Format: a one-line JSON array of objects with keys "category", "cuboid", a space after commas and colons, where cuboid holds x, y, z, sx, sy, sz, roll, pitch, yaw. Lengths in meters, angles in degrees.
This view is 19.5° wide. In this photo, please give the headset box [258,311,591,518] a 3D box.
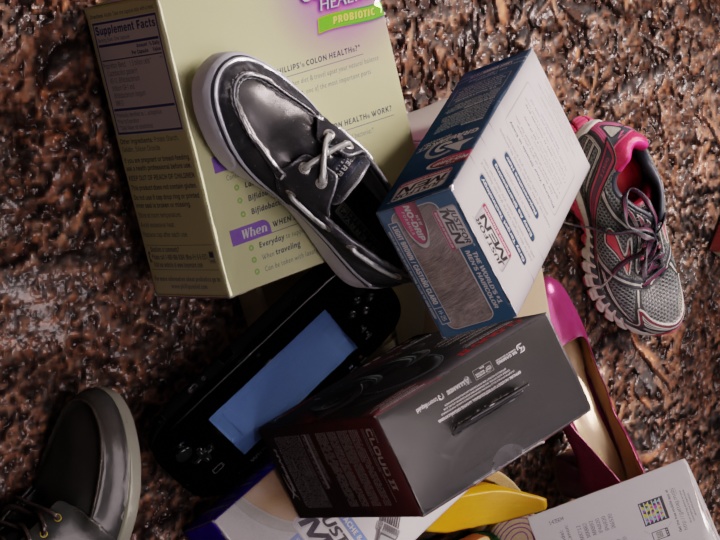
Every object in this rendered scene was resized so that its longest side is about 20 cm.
[{"category": "headset box", "cuboid": [0.044, 0.099, 1.397, 0.148, 0.200, 0.078, -29, 96, -26]}]

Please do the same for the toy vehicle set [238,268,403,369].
[{"category": "toy vehicle set", "cuboid": [0.000, 0.000, 1.537, 0.199, 0.026, 0.125, -32, 116, -32]}]

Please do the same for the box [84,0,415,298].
[{"category": "box", "cuboid": [-0.066, -0.101, 1.402, 0.175, 0.096, 0.201, -21, 103, -34]}]

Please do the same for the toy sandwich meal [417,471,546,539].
[{"category": "toy sandwich meal", "cuboid": [0.080, 0.245, 1.615, 0.204, 0.070, 0.207, -8, 102, -39]}]

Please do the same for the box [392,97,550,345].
[{"category": "box", "cuboid": [0.072, -0.016, 1.526, 0.095, 0.078, 0.201, -26, 113, -34]}]

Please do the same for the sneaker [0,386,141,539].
[{"category": "sneaker", "cuboid": [-0.212, 0.170, 1.355, 0.106, 0.075, 0.201, 13, 90, -43]}]

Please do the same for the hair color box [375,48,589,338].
[{"category": "hair color box", "cuboid": [0.084, -0.054, 1.382, 0.100, 0.060, 0.200, 61, 31, -20]}]

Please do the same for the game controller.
[{"category": "game controller", "cuboid": [-0.057, 0.073, 1.450, 0.200, 0.042, 0.104, -43, 136, -3]}]

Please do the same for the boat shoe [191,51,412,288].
[{"category": "boat shoe", "cuboid": [-0.025, -0.062, 1.331, 0.072, 0.068, 0.200, -51, 118, -24]}]

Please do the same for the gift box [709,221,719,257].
[{"category": "gift box", "cuboid": [0.427, -0.032, 1.798, 0.186, 0.184, 0.201, 29, 82, -30]}]

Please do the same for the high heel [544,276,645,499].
[{"category": "high heel", "cuboid": [0.187, 0.101, 1.665, 0.067, 0.096, 0.201, -31, 116, -32]}]

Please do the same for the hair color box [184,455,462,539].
[{"category": "hair color box", "cuboid": [-0.015, 0.164, 1.505, 0.200, 0.065, 0.110, -40, 96, -30]}]

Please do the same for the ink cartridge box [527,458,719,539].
[{"category": "ink cartridge box", "cuboid": [0.203, 0.249, 1.646, 0.175, 0.084, 0.200, -21, 147, 7]}]

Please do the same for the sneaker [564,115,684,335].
[{"category": "sneaker", "cuboid": [0.216, -0.029, 1.684, 0.081, 0.074, 0.201, -43, 122, -27]}]
